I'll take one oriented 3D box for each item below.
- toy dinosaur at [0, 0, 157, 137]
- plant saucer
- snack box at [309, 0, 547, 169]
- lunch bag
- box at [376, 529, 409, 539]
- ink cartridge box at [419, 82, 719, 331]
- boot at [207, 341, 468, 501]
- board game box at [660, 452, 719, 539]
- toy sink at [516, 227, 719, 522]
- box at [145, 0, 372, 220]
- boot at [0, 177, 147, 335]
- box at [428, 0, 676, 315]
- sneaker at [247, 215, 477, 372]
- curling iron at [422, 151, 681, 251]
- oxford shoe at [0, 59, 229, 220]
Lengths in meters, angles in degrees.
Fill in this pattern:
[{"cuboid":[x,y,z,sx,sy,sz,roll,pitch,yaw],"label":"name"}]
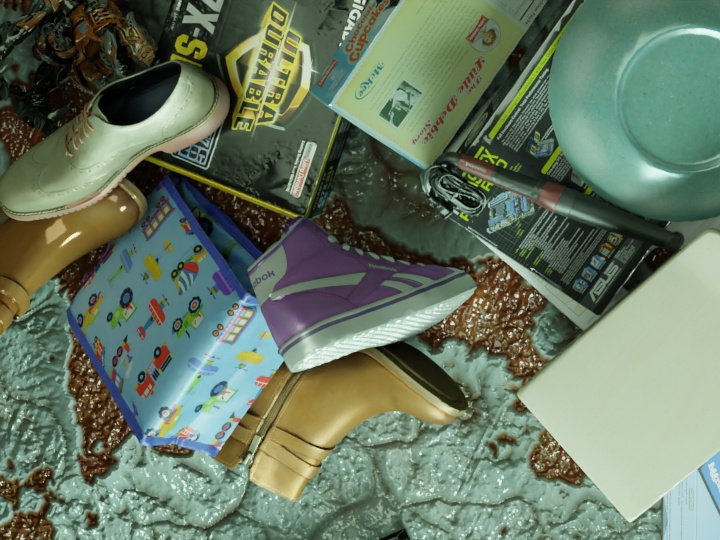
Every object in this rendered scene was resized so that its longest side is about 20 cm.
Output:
[{"cuboid":[-0.239,-0.182,1.688,0.102,0.200,0.136,39,84,-27],"label":"toy dinosaur"},{"cuboid":[0.237,-0.127,1.537,0.201,0.039,0.201,0,108,1],"label":"plant saucer"},{"cuboid":[0.063,-0.186,1.603,0.200,0.116,0.037,-55,38,5],"label":"snack box"},{"cuboid":[-0.154,0.024,1.692,0.151,0.094,0.200,-53,54,15],"label":"lunch bag"},{"cuboid":[0.012,0.330,1.738,0.143,0.036,0.200,-23,90,17],"label":"box"},{"cuboid":[0.172,-0.064,1.650,0.200,0.050,0.162,40,105,-13],"label":"ink cartridge box"},{"cuboid":[-0.025,0.119,1.695,0.200,0.077,0.155,26,101,12],"label":"boot"},{"cuboid":[0.286,0.121,1.648,0.103,0.019,0.200,2,98,16],"label":"board game box"},{"cuboid":[0.240,0.067,1.586,0.200,0.112,0.130,-44,85,21],"label":"toy sink"},{"cuboid":[-0.077,-0.159,1.647,0.159,0.049,0.200,23,104,13],"label":"box"},{"cuboid":[-0.264,0.001,1.675,0.200,0.155,0.074,-20,120,43],"label":"boot"},{"cuboid":[0.171,-0.091,1.594,0.160,0.044,0.200,33,105,-7],"label":"box"},{"cuboid":[0.000,0.000,1.627,0.073,0.200,0.114,-43,70,40],"label":"sneaker"},{"cuboid":[0.142,-0.047,1.574,0.200,0.026,0.050,13,128,-6],"label":"curling iron"},{"cuboid":[-0.201,-0.106,1.613,0.200,0.074,0.071,-30,61,11],"label":"oxford shoe"}]
